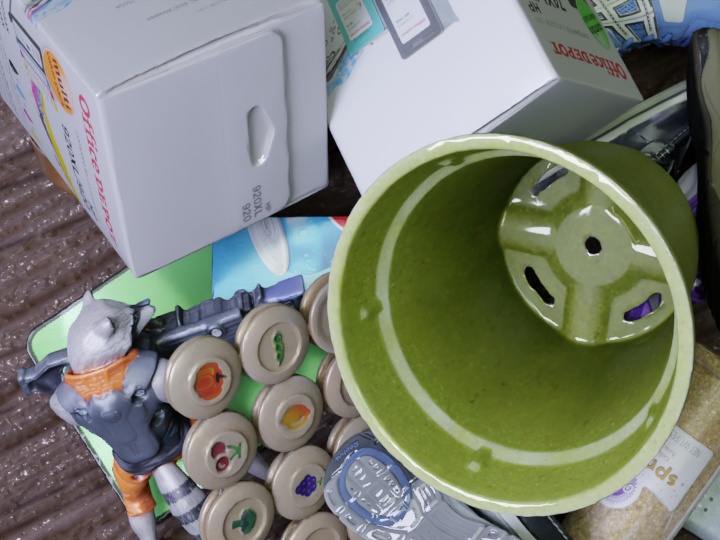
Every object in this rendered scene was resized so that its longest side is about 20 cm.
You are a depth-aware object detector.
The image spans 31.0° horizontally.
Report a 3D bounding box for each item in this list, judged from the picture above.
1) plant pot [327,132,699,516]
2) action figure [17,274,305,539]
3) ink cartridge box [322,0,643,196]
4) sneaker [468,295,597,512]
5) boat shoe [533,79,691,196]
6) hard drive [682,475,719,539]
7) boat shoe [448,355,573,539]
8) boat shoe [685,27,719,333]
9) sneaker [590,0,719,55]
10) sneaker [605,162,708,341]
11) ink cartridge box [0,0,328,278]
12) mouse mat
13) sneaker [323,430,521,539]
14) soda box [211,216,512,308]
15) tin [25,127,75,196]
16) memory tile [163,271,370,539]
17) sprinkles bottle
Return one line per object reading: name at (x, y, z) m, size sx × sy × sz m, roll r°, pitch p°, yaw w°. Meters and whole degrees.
plant pot at (0.110, 0.007, 0.735) m, size 0.198 × 0.184 × 0.203 m, roll 8°, pitch 108°, yaw 26°
action figure at (-0.110, 0.087, 0.813) m, size 0.198 × 0.105 × 0.194 m, roll -25°, pitch 123°, yaw 11°
ink cartridge box at (0.051, -0.157, 0.813) m, size 0.145 × 0.146 × 0.202 m, roll -33°, pitch 75°, yaw 28°
sneaker at (0.086, 0.084, 0.866) m, size 0.114 × 0.075 × 0.203 m, roll 17°, pitch 85°, yaw 4°
boat shoe at (0.193, -0.082, 0.886) m, size 0.198 × 0.075 × 0.063 m, roll -29°, pitch 90°, yaw 2°
hard drive at (0.321, 0.155, 0.879) m, size 0.199 × 0.033 × 0.141 m, roll 30°, pitch 84°, yaw 2°
boat shoe at (0.074, 0.106, 0.801) m, size 0.060 × 0.076 × 0.200 m, roll -43°, pitch 98°, yaw -13°
boat shoe at (0.241, -0.058, 0.786) m, size 0.073 × 0.076 × 0.203 m, roll -2°, pitch 73°, yaw 8°
sneaker at (0.181, -0.176, 0.891) m, size 0.197 × 0.076 × 0.078 m, roll 14°, pitch 90°, yaw 11°
sneaker at (0.230, -0.015, 0.842) m, size 0.083 × 0.080 × 0.201 m, roll 37°, pitch 93°, yaw 35°
ink cartridge box at (-0.129, -0.131, 0.783) m, size 0.144 × 0.148 × 0.200 m, roll -28°, pitch 54°, yaw -21°
mouse mat at (-0.112, 0.058, 0.900) m, size 0.199 × 0.008 × 0.162 m, roll -34°, pitch 86°, yaw -3°
sneaker at (0.065, 0.176, 0.789) m, size 0.075 × 0.087 × 0.200 m, roll -45°, pitch 61°, yaw 2°
soda box at (0.000, 0.000, 0.873) m, size 0.197 × 0.064 × 0.069 m, roll -1°, pitch 84°, yaw -2°
tin at (-0.125, -0.090, 0.869) m, size 0.197 × 0.042 × 0.113 m, roll 8°, pitch 46°, yaw 8°
memory tile at (-0.041, 0.113, 0.818) m, size 0.152 × 0.017 × 0.202 m, roll -24°, pitch 117°, yaw -30°
sprinkles bottle at (0.183, 0.144, 0.842) m, size 0.068 × 0.068 × 0.201 m, roll 35°, pitch 93°, yaw 3°
